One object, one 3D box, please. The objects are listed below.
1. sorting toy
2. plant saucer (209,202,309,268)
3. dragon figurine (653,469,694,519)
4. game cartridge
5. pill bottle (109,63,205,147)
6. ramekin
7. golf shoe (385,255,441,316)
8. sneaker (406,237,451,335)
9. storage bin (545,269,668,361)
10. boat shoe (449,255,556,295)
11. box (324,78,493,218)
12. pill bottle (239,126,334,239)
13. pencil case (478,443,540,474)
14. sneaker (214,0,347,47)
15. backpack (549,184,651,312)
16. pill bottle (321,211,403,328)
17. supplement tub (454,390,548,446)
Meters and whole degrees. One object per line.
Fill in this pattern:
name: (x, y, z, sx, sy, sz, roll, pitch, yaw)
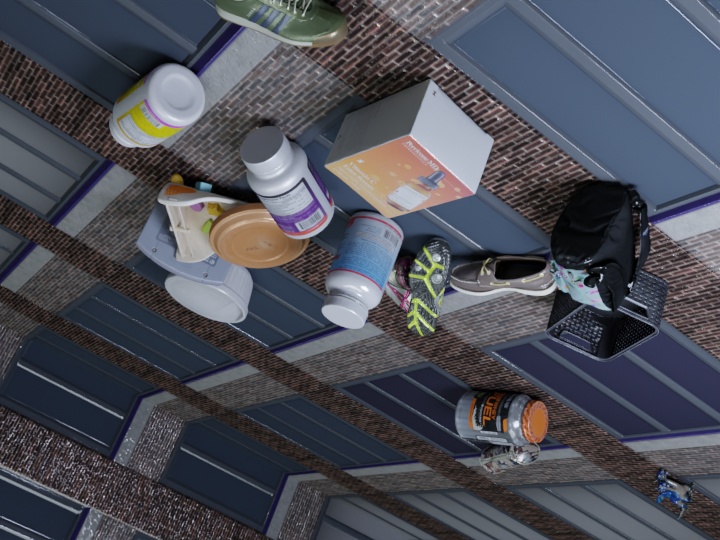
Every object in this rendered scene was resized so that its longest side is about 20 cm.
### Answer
sorting toy: (-0.288, -0.106, 1.865, 0.179, 0.107, 0.200, 8, 147, 6)
plant saucer: (-0.199, -0.061, 1.854, 0.199, 0.032, 0.201, -4, 146, -2)
dragon figurine: (0.776, 0.557, 2.342, 0.099, 0.059, 0.200, 12, 152, 18)
game cartridge: (-0.361, -0.053, 1.966, 0.199, 0.134, 0.040, 27, 155, -9)
pill bottle: (-0.352, -0.270, 1.582, 0.104, 0.105, 0.200, 36, 151, -27)
ramekin: (-0.340, 0.031, 2.154, 0.201, 0.095, 0.203, 17, 153, 9)
golf shoe: (0.096, 0.040, 1.873, 0.092, 0.073, 0.200, 5, 141, 38)
sneaker: (0.126, 0.022, 1.767, 0.075, 0.077, 0.201, 14, 120, 3)
storage bin: (0.430, 0.070, 1.646, 0.135, 0.094, 0.200, 24, 155, -6)
boat shoe: (0.251, 0.004, 1.685, 0.199, 0.072, 0.060, 3, 143, 26)
box: (0.072, -0.179, 1.429, 0.152, 0.107, 0.199, 37, 150, -29)
pill bottle: (-0.130, -0.154, 1.625, 0.111, 0.112, 0.200, 7, 150, 28)
pencil case: (0.390, 0.490, 2.484, 0.089, 0.078, 0.200, 3, 160, -20)
sneaker: (-0.117, -0.365, 1.263, 0.199, 0.067, 0.090, 18, 159, 14)
backpack: (0.368, -0.028, 1.463, 0.126, 0.167, 0.200, 28, 164, 34)
pill bottle: (0.000, 0.000, 1.716, 0.108, 0.201, 0.109, 17, 153, 9)
supplement tub: (0.334, 0.350, 2.215, 0.199, 0.123, 0.123, -2, 145, 39)
